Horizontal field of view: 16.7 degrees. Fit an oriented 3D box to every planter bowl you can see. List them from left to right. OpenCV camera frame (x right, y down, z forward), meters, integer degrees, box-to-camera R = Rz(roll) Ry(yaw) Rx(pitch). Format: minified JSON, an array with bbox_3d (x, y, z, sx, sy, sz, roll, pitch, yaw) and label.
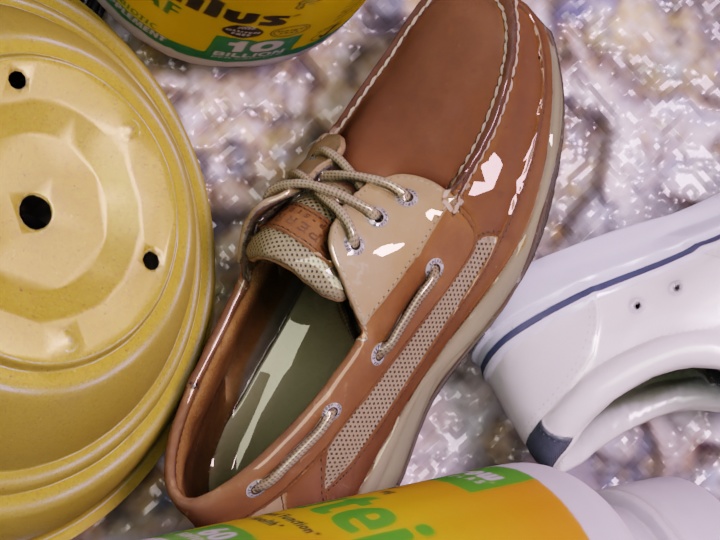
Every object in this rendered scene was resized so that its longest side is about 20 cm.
[{"bbox_3d":[-0.112,-0.011,0.735,0.199,0.083,0.202,6,79,-32],"label":"planter bowl"}]

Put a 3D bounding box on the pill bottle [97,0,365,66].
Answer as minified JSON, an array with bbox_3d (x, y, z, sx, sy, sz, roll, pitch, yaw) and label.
[{"bbox_3d":[-0.022,-0.137,0.735,0.112,0.200,0.114,3,79,-15],"label":"pill bottle"}]

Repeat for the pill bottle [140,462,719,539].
[{"bbox_3d":[0.022,0.119,0.736,0.199,0.111,0.112,-9,83,-31],"label":"pill bottle"}]

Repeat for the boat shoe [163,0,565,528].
[{"bbox_3d":[0.000,0.000,0.772,0.075,0.074,0.201,19,84,36],"label":"boat shoe"}]

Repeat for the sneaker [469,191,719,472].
[{"bbox_3d":[0.136,0.010,0.802,0.199,0.073,0.071,-23,69,2],"label":"sneaker"}]

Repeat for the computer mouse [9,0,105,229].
[{"bbox_3d":[-0.112,-0.027,0.802,0.058,0.034,0.202,7,81,-4],"label":"computer mouse"}]
